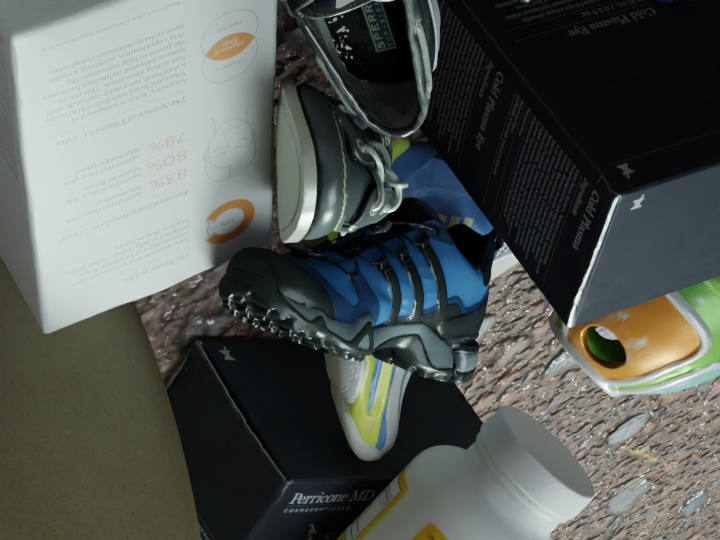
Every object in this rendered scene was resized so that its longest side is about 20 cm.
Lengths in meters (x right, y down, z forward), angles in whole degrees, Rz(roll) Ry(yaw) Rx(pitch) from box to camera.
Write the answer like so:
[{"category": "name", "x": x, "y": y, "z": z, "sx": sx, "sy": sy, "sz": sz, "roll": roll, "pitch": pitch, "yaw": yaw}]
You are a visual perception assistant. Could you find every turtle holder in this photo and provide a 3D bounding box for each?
[{"category": "turtle holder", "x": 0.185, "y": 0.003, "z": 1.331, "sx": 0.132, "sy": 0.186, "sz": 0.141, "roll": -43, "pitch": 115, "yaw": 12}]

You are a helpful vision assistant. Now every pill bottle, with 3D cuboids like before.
[{"category": "pill bottle", "x": 0.040, "y": 0.172, "z": 1.201, "sx": 0.200, "sy": 0.104, "sz": 0.104, "roll": -47, "pitch": 146, "yaw": 14}]

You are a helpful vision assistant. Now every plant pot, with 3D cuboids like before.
[{"category": "plant pot", "x": -0.162, "y": 0.112, "z": 1.071, "sx": 0.187, "sy": 0.200, "sz": 0.187, "roll": -24, "pitch": 146, "yaw": -17}]

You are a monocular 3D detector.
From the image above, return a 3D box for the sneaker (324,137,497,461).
[{"category": "sneaker", "x": 0.032, "y": 0.014, "z": 1.171, "sx": 0.105, "sy": 0.076, "sz": 0.200, "roll": -8, "pitch": 119, "yaw": -8}]

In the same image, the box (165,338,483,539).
[{"category": "box", "x": -0.048, "y": 0.151, "z": 1.304, "sx": 0.200, "sy": 0.124, "sz": 0.197, "roll": 2, "pitch": 131, "yaw": -44}]

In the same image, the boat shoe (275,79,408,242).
[{"category": "boat shoe", "x": -0.009, "y": -0.053, "z": 0.984, "sx": 0.062, "sy": 0.073, "sz": 0.200, "roll": 1, "pitch": -174, "yaw": -3}]

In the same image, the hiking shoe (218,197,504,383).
[{"category": "hiking shoe", "x": 0.000, "y": 0.000, "z": 1.061, "sx": 0.200, "sy": 0.074, "sz": 0.087, "roll": 15, "pitch": 92, "yaw": -58}]

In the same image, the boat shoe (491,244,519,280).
[{"category": "boat shoe", "x": 0.105, "y": -0.054, "z": 1.220, "sx": 0.200, "sy": 0.071, "sz": 0.069, "roll": -33, "pitch": 149, "yaw": -1}]

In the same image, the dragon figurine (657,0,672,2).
[{"category": "dragon figurine", "x": 0.212, "y": -0.207, "z": 1.089, "sx": 0.200, "sy": 0.099, "sz": 0.059, "roll": -25, "pitch": 147, "yaw": -16}]

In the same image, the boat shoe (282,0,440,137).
[{"category": "boat shoe", "x": -0.012, "y": -0.138, "z": 0.916, "sx": 0.074, "sy": 0.068, "sz": 0.199, "roll": -9, "pitch": 138, "yaw": 9}]

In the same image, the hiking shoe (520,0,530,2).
[{"category": "hiking shoe", "x": 0.137, "y": -0.210, "z": 1.014, "sx": 0.200, "sy": 0.101, "sz": 0.076, "roll": -39, "pitch": 149, "yaw": 6}]

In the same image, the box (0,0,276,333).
[{"category": "box", "x": -0.114, "y": -0.085, "z": 0.950, "sx": 0.124, "sy": 0.098, "sz": 0.200, "roll": -23, "pitch": 146, "yaw": -20}]

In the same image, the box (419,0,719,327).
[{"category": "box", "x": 0.152, "y": -0.091, "z": 1.109, "sx": 0.200, "sy": 0.182, "sz": 0.104, "roll": -17, "pitch": 144, "yaw": -25}]
